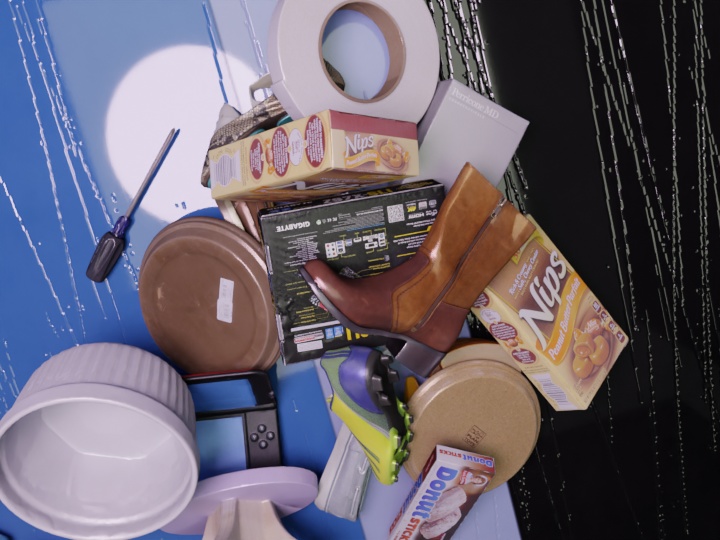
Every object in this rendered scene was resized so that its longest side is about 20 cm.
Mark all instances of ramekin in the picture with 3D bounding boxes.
[{"bbox_3d":[-0.260,0.167,0.745,0.196,0.106,0.203,-4,124,-5],"label":"ramekin"}]

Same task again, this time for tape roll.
[{"bbox_3d":[-0.005,-0.234,0.796,0.200,0.037,0.207,-2,95,-28],"label":"tape roll"}]

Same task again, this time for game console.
[{"bbox_3d":[-0.194,0.198,0.847,0.196,0.119,0.176,-5,93,-3],"label":"game console"}]

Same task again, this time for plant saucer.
[{"bbox_3d":[-0.173,0.040,0.829,0.197,0.029,0.204,7,110,19],"label":"plant saucer"}]

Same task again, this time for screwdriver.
[{"bbox_3d":[-0.262,-0.076,0.848,0.028,0.029,0.202,29,92,-8],"label":"screwdriver"}]

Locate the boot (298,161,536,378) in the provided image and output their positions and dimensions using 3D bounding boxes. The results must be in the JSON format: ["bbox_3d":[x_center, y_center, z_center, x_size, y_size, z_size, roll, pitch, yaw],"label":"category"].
[{"bbox_3d":[0.059,-0.018,0.724,0.187,0.068,0.201,34,93,-16],"label":"boot"}]

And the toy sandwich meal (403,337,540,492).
[{"bbox_3d":[0.128,0.181,0.902,0.201,0.070,0.209,-4,109,-11],"label":"toy sandwich meal"}]

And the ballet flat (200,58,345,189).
[{"bbox_3d":[-0.111,-0.174,0.829,0.199,0.068,0.076,-37,79,-4],"label":"ballet flat"}]

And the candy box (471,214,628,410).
[{"bbox_3d":[0.214,0.051,0.858,0.201,0.055,0.116,49,62,-11],"label":"candy box"}]

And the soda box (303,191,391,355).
[{"bbox_3d":[-0.019,0.010,0.856,0.063,0.068,0.203,-16,99,-1],"label":"soda box"}]

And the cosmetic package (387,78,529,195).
[{"bbox_3d":[0.095,-0.104,0.838,0.105,0.090,0.202,23,100,-10],"label":"cosmetic package"}]

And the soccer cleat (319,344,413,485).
[{"bbox_3d":[0.007,0.157,0.798,0.082,0.065,0.202,5,132,23],"label":"soccer cleat"}]

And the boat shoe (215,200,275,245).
[{"bbox_3d":[-0.093,-0.012,0.846,0.067,0.072,0.202,-28,105,-5],"label":"boat shoe"}]

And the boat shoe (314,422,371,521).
[{"bbox_3d":[0.009,0.210,0.887,0.071,0.070,0.204,23,104,10],"label":"boat shoe"}]

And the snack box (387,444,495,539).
[{"bbox_3d":[0.093,0.280,0.881,0.071,0.025,0.202,15,131,-5],"label":"snack box"}]

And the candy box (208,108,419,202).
[{"bbox_3d":[-0.051,-0.108,0.730,0.114,0.198,0.056,-3,89,-43],"label":"candy box"}]

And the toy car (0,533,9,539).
[{"bbox_3d":[-0.403,0.433,0.831,0.182,0.200,0.179,27,97,-9],"label":"toy car"}]

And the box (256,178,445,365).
[{"bbox_3d":[0.000,0.000,0.776,0.196,0.049,0.162,-11,106,-8],"label":"box"}]

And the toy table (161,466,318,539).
[{"bbox_3d":[-0.138,0.314,0.847,0.198,0.118,0.184,-24,141,14],"label":"toy table"}]
